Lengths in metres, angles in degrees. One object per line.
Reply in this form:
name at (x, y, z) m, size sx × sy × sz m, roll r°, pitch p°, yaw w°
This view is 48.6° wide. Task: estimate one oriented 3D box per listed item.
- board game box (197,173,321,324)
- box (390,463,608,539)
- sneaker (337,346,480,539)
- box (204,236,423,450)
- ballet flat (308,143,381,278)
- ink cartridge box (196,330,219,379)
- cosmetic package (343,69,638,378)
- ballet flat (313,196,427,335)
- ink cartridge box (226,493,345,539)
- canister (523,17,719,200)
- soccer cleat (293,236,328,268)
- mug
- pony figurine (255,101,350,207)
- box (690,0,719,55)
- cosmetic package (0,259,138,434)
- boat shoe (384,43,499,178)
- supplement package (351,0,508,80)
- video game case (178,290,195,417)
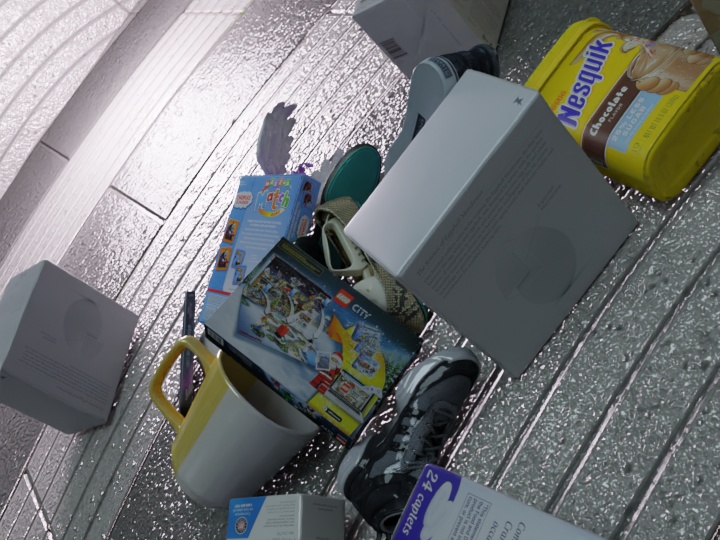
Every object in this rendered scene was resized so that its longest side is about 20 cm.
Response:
board game box at (-0.130, -0.020, 1.005) m, size 0.150 × 0.036 × 0.205 m, roll 7°, pitch 80°, yaw 51°
box at (0.139, 0.240, 0.537) m, size 0.198 × 0.183 × 0.106 m, roll 10°, pitch 66°, yaw 51°
sneaker at (0.063, 0.177, 0.772) m, size 0.201 × 0.075 × 0.114 m, roll -52°, pitch 36°, yaw 12°
box at (-0.049, 0.074, 0.855) m, size 0.137 × 0.198 × 0.038 m, roll -48°, pitch -13°, yaw -27°
ballet flat at (-0.029, -0.074, 1.068) m, size 0.073 × 0.072 × 0.204 m, roll 24°, pitch 95°, yaw 53°
ink cartridge box at (-0.137, 0.065, 1.063) m, size 0.202 × 0.067 × 0.117 m, roll -57°, pitch 35°, yaw 13°
cosmetic package at (0.127, -0.044, 0.773) m, size 0.200 × 0.199 × 0.123 m, roll -51°, pitch 36°, yaw 0°
ballet flat at (0.000, 0.000, 0.930) m, size 0.202 × 0.074 × 0.068 m, roll 60°, pitch 145°, yaw 25°
ink cartridge box at (-0.079, 0.330, 0.785) m, size 0.115 × 0.067 × 0.205 m, roll -17°, pitch 62°, yaw 40°
canister at (0.269, -0.168, 0.817) m, size 0.149 × 0.086 × 0.200 m, roll -52°, pitch 37°, yaw 2°
soccer cleat at (-0.042, 0.060, 0.935) m, size 0.080 × 0.067 × 0.205 m, roll -4°, pitch 93°, yaw 43°
mug at (-0.155, 0.184, 0.952) m, size 0.154 × 0.148 × 0.187 m, roll -52°, pitch 48°, yaw 14°
pony figurine at (-0.104, -0.112, 1.150) m, size 0.199 × 0.164 × 0.197 m, roll -23°, pitch 45°, yaw 61°
box at (0.344, -0.306, 0.747) m, size 0.077 × 0.199 × 0.097 m, roll -10°, pitch 52°, yaw 42°
cosmetic package at (-0.501, 0.131, 1.315) m, size 0.121 × 0.199 × 0.203 m, roll -21°, pitch 46°, yaw 34°
boat shoe at (0.090, -0.146, 0.857) m, size 0.090 × 0.202 × 0.071 m, roll -24°, pitch 61°, yaw -29°
supplement package at (0.111, -0.406, 1.130) m, size 0.149 × 0.151 × 0.203 m, roll -8°, pitch 55°, yaw 45°
video game case at (-0.243, 0.151, 1.107) m, size 0.202 × 0.019 × 0.145 m, roll -99°, pitch 18°, yaw -46°
